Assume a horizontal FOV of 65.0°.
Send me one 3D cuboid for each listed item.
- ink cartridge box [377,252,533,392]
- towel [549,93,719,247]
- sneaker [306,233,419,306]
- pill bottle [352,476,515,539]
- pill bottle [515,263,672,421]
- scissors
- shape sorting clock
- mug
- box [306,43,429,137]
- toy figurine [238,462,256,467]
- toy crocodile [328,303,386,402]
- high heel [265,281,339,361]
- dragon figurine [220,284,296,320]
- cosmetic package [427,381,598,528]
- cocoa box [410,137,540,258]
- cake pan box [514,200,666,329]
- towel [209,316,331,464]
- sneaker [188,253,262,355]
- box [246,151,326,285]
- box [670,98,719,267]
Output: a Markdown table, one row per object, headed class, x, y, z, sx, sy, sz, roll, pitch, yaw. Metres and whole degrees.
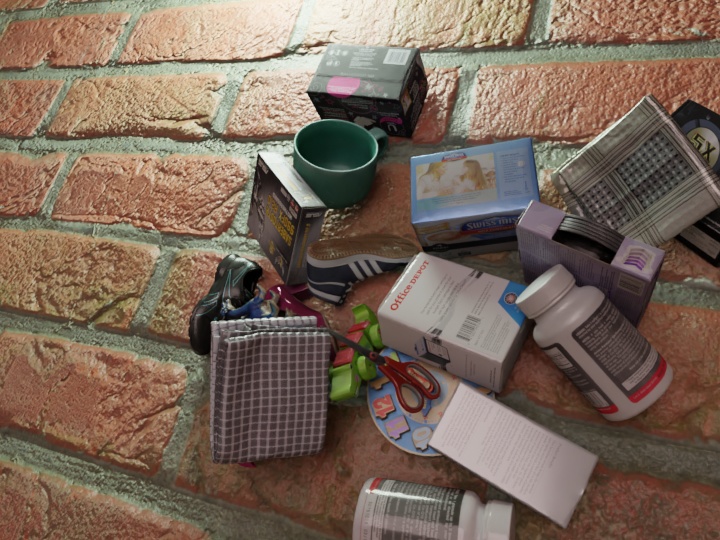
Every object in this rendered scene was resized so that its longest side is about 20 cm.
| class | x | y | z | sx | sy | sz | roll | pitch | yaw |
| --- | --- | --- | --- | --- | --- | --- | --- | --- | --- |
| ink cartridge box | 0.147 | 0.072 | 0.861 | 0.199 | 0.086 | 0.147 | 19 | 53 | 27 |
| towel | 0.396 | -0.122 | 0.834 | 0.200 | 0.034 | 0.193 | -45 | 66 | 44 |
| sneaker | 0.000 | 0.000 | 0.983 | 0.199 | 0.109 | 0.070 | -4 | 38 | -18 |
| pill bottle | 0.099 | 0.346 | 0.751 | 0.199 | 0.114 | 0.115 | 1 | 66 | 20 |
| pill bottle | 0.306 | 0.092 | 0.762 | 0.111 | 0.111 | 0.200 | -41 | 86 | -3 |
| scissors | 0.032 | 0.131 | 0.845 | 0.200 | 0.014 | 0.073 | 41 | 56 | 11 |
| shape sorting clock | 0.106 | 0.182 | 0.871 | 0.199 | 0.039 | 0.201 | -8 | 64 | 16 |
| mug | -0.033 | -0.187 | 1.047 | 0.184 | 0.115 | 0.153 | -1 | 50 | -10 |
| box | 0.019 | -0.356 | 1.118 | 0.199 | 0.115 | 0.133 | 13 | 69 | 23 |
| toy figurine | -0.146 | 0.225 | 0.911 | 0.199 | 0.150 | 0.185 | 18 | 85 | 0 |
| toy crocodile | -0.007 | 0.126 | 0.888 | 0.067 | 0.062 | 0.200 | -20 | 24 | 28 |
| high heel | -0.107 | 0.093 | 0.967 | 0.096 | 0.068 | 0.200 | -28 | 54 | -6 |
| dragon figurine | -0.163 | 0.092 | 0.938 | 0.200 | 0.059 | 0.100 | 40 | 99 | 42 |
| cosmetic package | 0.202 | 0.247 | 0.771 | 0.199 | 0.071 | 0.102 | 28 | 77 | 19 |
| cocoa box | 0.190 | -0.113 | 0.930 | 0.199 | 0.131 | 0.134 | -7 | 63 | 16 |
| cake pan box | 0.314 | -0.004 | 0.795 | 0.184 | 0.200 | 0.052 | 26 | 76 | 30 |
| towel | -0.128 | 0.170 | 0.805 | 0.164 | 0.086 | 0.201 | 1 | 101 | -20 |
| sneaker | -0.246 | 0.062 | 1.032 | 0.079 | 0.075 | 0.201 | 13 | 71 | 22 |
| box | -0.139 | -0.097 | 1.012 | 0.048 | 0.159 | 0.200 | -6 | 40 | -32 |
| box | 0.517 | -0.134 | 0.852 | 0.164 | 0.086 | 0.200 | -41 | 59 | -3 |
